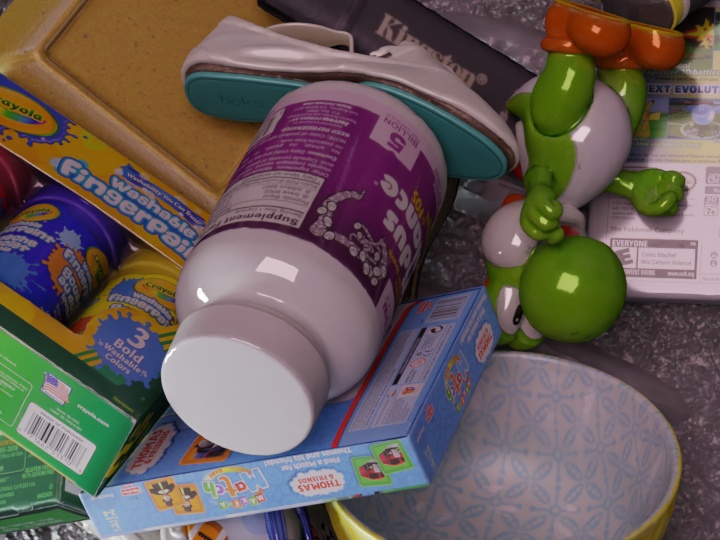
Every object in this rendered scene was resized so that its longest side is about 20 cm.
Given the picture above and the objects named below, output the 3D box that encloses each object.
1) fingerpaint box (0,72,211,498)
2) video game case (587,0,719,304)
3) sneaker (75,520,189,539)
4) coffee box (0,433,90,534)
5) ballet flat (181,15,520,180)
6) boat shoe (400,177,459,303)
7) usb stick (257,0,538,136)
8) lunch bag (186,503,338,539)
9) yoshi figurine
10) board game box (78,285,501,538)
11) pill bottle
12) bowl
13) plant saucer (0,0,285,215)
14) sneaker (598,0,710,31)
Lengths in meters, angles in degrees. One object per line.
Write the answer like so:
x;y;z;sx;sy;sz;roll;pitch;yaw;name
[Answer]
-0.175;0.000;1.304;0.200;0.167;0.073;35;130;3;fingerpaint box
0.234;-0.069;1.394;0.200;0.022;0.183;2;79;13;video game case
-0.132;0.144;1.408;0.092;0.076;0.200;-21;65;16;sneaker
-0.200;0.053;1.414;0.123;0.044;0.200;-14;65;33;coffee box
-0.001;-0.106;1.346;0.200;0.069;0.070;13;81;12;ballet flat
0.000;0.000;1.402;0.076;0.074;0.200;13;81;15;boat shoe
0.030;-0.130;1.402;0.200;0.033;0.056;31;71;-11;usb stick
-0.035;0.217;1.319;0.075;0.160;0.200;-17;75;9;lunch bag
0.128;-0.043;1.345;0.112;0.112;0.200;17;99;-1;yoshi figurine
-0.036;0.076;1.306;0.200;0.151;0.037;-11;116;25;board game box
-0.031;-0.001;1.265;0.112;0.112;0.200;11;45;14;pill bottle
0.075;0.142;1.327;0.200;0.200;0.108;9;123;14;bowl
-0.100;-0.128;1.406;0.200;0.048;0.200;38;73;-6;plant saucer
0.147;-0.219;1.428;0.085;0.075;0.200;-25;63;-24;sneaker
